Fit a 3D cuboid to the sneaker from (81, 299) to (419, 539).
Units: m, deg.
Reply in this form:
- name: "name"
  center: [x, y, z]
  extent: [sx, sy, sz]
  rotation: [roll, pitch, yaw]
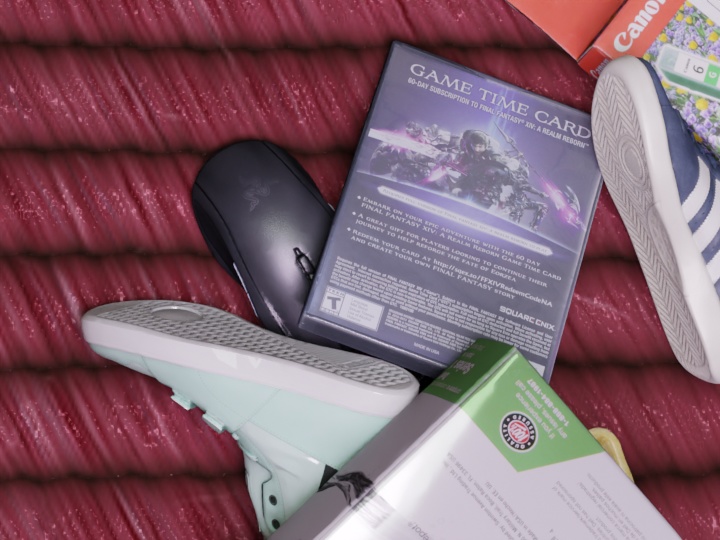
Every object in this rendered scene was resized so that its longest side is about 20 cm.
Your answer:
- name: "sneaker"
  center: [-0.073, 0.091, 1.616]
  extent: [0.200, 0.074, 0.118]
  rotation: [17, 109, 17]

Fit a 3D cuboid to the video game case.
- name: "video game case"
  center: [0.058, -0.027, 1.643]
  extent: [0.143, 0.019, 0.200]
  rotation: [20, 56, -4]

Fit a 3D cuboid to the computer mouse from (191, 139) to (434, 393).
- name: "computer mouse"
  center: [0.000, 0.000, 1.652]
  extent: [0.140, 0.046, 0.200]
  rotation: [-27, 86, -9]

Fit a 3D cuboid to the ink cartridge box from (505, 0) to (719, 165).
- name: "ink cartridge box"
  center: [0.189, -0.145, 1.699]
  extent: [0.200, 0.050, 0.109]
  rotation: [39, 78, -1]

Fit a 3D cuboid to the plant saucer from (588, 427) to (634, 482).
- name: "plant saucer"
  center: [0.080, 0.212, 1.616]
  extent: [0.200, 0.048, 0.200]
  rotation: [-22, 96, -11]

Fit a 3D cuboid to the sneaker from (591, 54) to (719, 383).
- name: "sneaker"
  center: [0.198, -0.039, 1.660]
  extent: [0.084, 0.075, 0.200]
  rotation: [-25, 109, -16]

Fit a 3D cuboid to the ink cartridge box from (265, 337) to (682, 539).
- name: "ink cartridge box"
  center: [0.047, 0.156, 1.538]
  extent: [0.200, 0.084, 0.146]
  rotation: [-42, 102, -7]
